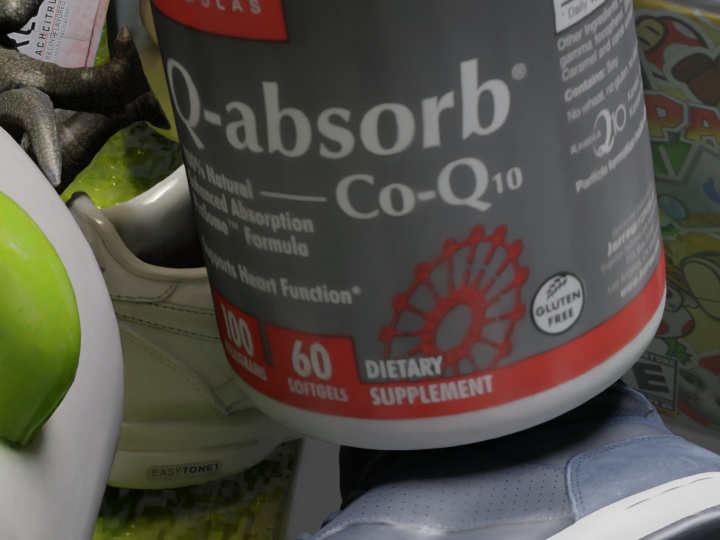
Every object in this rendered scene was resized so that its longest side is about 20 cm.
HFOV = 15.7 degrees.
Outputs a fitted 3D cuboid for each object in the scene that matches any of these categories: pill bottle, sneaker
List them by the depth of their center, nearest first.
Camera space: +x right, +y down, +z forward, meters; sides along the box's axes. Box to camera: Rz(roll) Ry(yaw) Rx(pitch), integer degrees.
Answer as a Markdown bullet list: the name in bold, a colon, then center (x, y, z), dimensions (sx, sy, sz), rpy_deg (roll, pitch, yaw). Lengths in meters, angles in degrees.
- **pill bottle**: center (0.007, -0.069, 0.626), dimensions (0.115, 0.201, 0.116), rpy_deg (-9, 27, 4)
- **sneaker**: center (-0.005, 0.078, 0.653), dimensions (0.201, 0.077, 0.146), rpy_deg (-17, 29, -17)
- **sneaker**: center (0.000, 0.000, 0.747), dimensions (0.199, 0.100, 0.075), rpy_deg (-13, 34, -29)

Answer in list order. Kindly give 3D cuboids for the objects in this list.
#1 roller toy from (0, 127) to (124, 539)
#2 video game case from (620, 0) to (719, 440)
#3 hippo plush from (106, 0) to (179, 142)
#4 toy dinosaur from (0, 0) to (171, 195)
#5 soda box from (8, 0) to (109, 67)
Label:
- **roller toy**: center (-0.151, 0.039, 0.586), dimensions (0.199, 0.183, 0.140), rpy_deg (2, 32, 6)
- **video game case**: center (0.160, 0.003, 0.691), dimensions (0.199, 0.183, 0.023), rpy_deg (17, 53, 17)
- **hippo plush**: center (-0.004, -0.130, 0.891), dimensions (0.160, 0.160, 0.200), rpy_deg (-3, 28, -12)
- **toy dinosaur**: center (-0.107, -0.037, 0.697), dimensions (0.102, 0.077, 0.200), rpy_deg (-30, 35, -4)
- **soda box**: center (-0.129, -0.117, 0.903), dimensions (0.068, 0.064, 0.200), rpy_deg (10, 18, -16)
